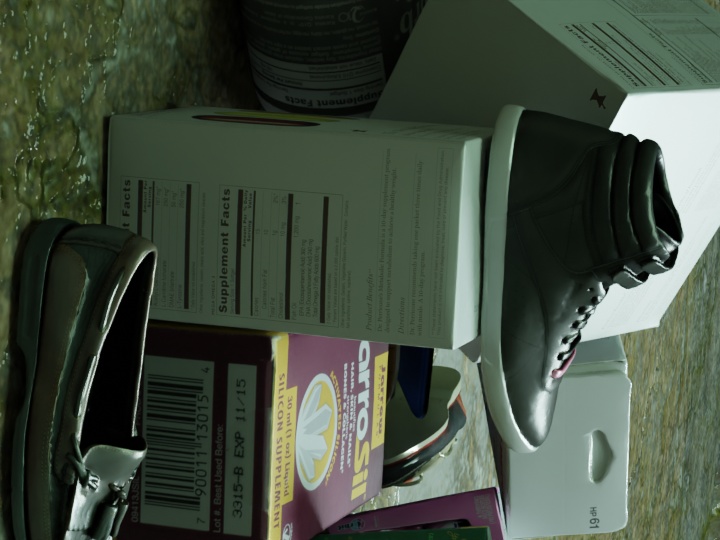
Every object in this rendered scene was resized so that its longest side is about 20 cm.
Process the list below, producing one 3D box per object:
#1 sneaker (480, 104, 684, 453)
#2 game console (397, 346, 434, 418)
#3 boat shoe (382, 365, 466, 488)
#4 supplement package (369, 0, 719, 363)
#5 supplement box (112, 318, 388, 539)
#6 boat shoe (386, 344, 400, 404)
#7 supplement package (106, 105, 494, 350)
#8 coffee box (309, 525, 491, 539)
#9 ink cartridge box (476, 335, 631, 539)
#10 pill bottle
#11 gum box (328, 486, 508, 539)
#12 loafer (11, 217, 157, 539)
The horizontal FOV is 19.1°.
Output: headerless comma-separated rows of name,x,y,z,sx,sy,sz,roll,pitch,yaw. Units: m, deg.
sneaker,0.119,0.013,1.139,0.071,0.099,0.201,-53,145,-61
game console,0.067,-0.028,1.505,0.170,0.118,0.200,-27,136,-38
boat shoe,0.036,0.128,1.600,0.200,0.071,0.063,-44,138,-69
supplement package,0.121,-0.072,1.279,0.200,0.147,0.192,-8,133,-50
supplement box,-0.062,0.084,1.238,0.200,0.103,0.131,-19,112,-70
boat shoe,0.000,0.000,1.450,0.069,0.071,0.201,-47,137,-59
supplement package,-0.026,-0.027,1.163,0.114,0.199,0.110,-21,115,-71
coffee box,-0.017,0.208,1.246,0.044,0.199,0.123,-85,168,-51
ink cartridge box,0.127,0.064,1.454,0.200,0.084,0.145,-98,-177,-56
pill bottle,-0.014,-0.154,1.301,0.116,0.115,0.200,-64,152,-48
gum box,0.047,0.192,1.486,0.200,0.113,0.066,50,29,-82
loafer,-0.135,0.075,1.077,0.072,0.063,0.201,-28,120,-68
